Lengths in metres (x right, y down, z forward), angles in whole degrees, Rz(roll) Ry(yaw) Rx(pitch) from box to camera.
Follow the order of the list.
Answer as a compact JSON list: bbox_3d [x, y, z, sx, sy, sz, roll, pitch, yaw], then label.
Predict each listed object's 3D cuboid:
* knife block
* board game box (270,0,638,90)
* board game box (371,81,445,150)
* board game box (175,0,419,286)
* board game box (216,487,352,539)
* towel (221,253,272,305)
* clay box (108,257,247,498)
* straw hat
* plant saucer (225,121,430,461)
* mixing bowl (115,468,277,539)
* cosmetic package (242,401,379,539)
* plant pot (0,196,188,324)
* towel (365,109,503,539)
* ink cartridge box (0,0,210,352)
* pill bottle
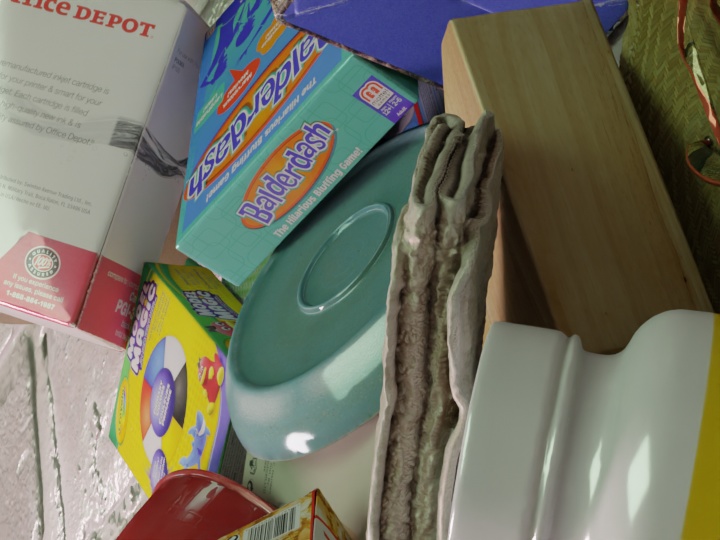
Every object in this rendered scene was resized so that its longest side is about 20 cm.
[{"bbox_3d":[0.093,0.011,0.727,0.176,0.063,0.202,-138,41,-67],"label":"knife block"},{"bbox_3d":[0.029,-0.195,0.949,0.097,0.159,0.201,-48,39,32],"label":"board game box"},{"bbox_3d":[0.013,-0.069,1.068,0.200,0.036,0.152,-52,38,39],"label":"board game box"},{"bbox_3d":[-0.031,-0.110,1.019,0.152,0.045,0.201,-45,27,30],"label":"board game box"},{"bbox_3d":[-0.072,0.185,0.766,0.151,0.046,0.200,-28,21,12],"label":"board game box"},{"bbox_3d":[-0.040,0.019,1.076,0.149,0.030,0.202,166,108,-64],"label":"towel"},{"bbox_3d":[-0.094,0.074,1.086,0.200,0.047,0.116,39,119,59],"label":"clay box"},{"bbox_3d":[0.168,-0.036,0.703,0.201,0.084,0.203,169,90,-76],"label":"straw hat"},{"bbox_3d":[0.000,0.000,0.914,0.200,0.027,0.201,-41,23,22],"label":"plant saucer"},{"bbox_3d":[-0.078,0.210,0.940,0.200,0.108,0.201,32,139,33],"label":"mixing bowl"},{"bbox_3d":[0.032,0.095,0.896,0.200,0.103,0.074,3,83,63],"label":"cosmetic package"},{"bbox_3d":[-0.178,-0.052,1.314,0.200,0.134,0.202,-33,51,52],"label":"plant pot"},{"bbox_3d":[0.027,0.051,0.693,0.133,0.034,0.202,-68,-16,-67],"label":"towel"},{"bbox_3d":[-0.180,-0.071,1.148,0.145,0.083,0.202,16,82,21],"label":"ink cartridge box"},{"bbox_3d":[0.131,0.073,0.594,0.111,0.198,0.112,10,-90,-82],"label":"pill bottle"}]
